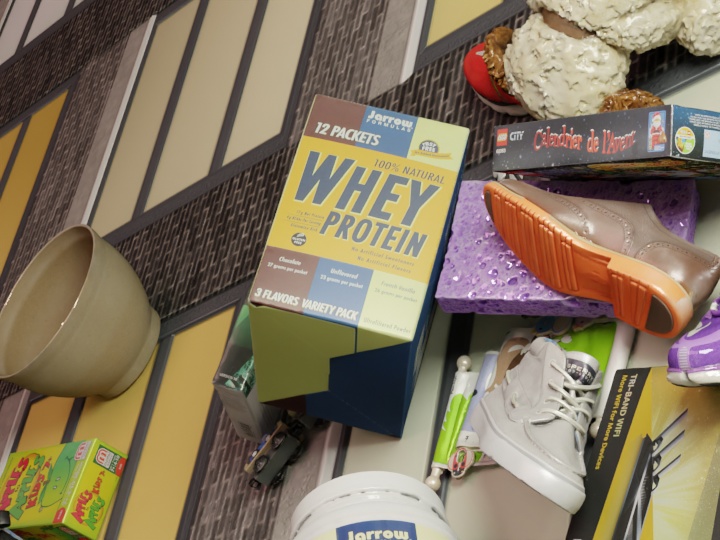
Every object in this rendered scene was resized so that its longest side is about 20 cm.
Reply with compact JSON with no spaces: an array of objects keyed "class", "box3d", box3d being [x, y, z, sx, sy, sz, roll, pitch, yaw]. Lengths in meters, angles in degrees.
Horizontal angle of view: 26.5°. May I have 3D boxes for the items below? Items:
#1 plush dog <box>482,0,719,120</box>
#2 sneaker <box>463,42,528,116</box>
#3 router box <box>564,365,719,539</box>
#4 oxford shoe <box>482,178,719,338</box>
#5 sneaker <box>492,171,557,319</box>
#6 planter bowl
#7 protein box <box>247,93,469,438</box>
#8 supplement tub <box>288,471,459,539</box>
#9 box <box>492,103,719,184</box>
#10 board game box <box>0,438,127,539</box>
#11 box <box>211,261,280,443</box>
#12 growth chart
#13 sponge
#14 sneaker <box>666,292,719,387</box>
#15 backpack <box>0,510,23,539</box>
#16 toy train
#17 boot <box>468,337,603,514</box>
[{"class":"plush dog","box3d":[0.188,-0.200,1.256,0.199,0.160,0.173,28,101,31]},{"class":"sneaker","box3d":[0.146,-0.188,1.407,0.077,0.085,0.200,-54,30,-1]},{"class":"router box","box3d":[0.213,0.159,1.002,0.157,0.052,0.201,-10,53,51]},{"class":"oxford shoe","box3d":[0.177,-0.022,1.140,0.073,0.072,0.200,-40,54,-23]},{"class":"sneaker","box3d":[0.154,-0.052,1.281,0.090,0.066,0.201,-34,34,36]},{"class":"planter bowl","box3d":[-0.319,0.066,1.778,0.200,0.134,0.201,-35,36,30]},{"class":"protein box","box3d":[0.000,0.000,1.293,0.199,0.134,0.201,92,-167,-61]},{"class":"supplement tub","box3d":[0.014,0.259,1.098,0.145,0.145,0.201,-40,34,25]},{"class":"box","box3d":[0.213,-0.092,1.159,0.200,0.136,0.038,0,88,57]},{"class":"board game box","box3d":[-0.349,0.253,1.724,0.199,0.048,0.102,-15,49,48]},{"class":"box","box3d":[-0.079,0.049,1.460,0.036,0.145,0.201,14,67,12]},{"class":"growth chart","box3d":[0.136,0.093,1.214,0.199,0.018,0.145,-23,42,42]},{"class":"sponge","box3d":[0.161,-0.018,1.200,0.199,0.030,0.112,1,60,28]},{"class":"sneaker","box3d":[0.259,0.004,0.996,0.200,0.084,0.080,-41,18,-28]},{"class":"backpack","box3d":[-0.433,0.348,1.652,0.190,0.154,0.201,16,68,50]},{"class":"toy train","box3d":[-0.043,0.120,1.429,0.200,0.034,0.046,-53,27,4]},{"class":"boot","box3d":[0.134,0.098,1.082,0.096,0.073,0.200,-55,12,4]}]
